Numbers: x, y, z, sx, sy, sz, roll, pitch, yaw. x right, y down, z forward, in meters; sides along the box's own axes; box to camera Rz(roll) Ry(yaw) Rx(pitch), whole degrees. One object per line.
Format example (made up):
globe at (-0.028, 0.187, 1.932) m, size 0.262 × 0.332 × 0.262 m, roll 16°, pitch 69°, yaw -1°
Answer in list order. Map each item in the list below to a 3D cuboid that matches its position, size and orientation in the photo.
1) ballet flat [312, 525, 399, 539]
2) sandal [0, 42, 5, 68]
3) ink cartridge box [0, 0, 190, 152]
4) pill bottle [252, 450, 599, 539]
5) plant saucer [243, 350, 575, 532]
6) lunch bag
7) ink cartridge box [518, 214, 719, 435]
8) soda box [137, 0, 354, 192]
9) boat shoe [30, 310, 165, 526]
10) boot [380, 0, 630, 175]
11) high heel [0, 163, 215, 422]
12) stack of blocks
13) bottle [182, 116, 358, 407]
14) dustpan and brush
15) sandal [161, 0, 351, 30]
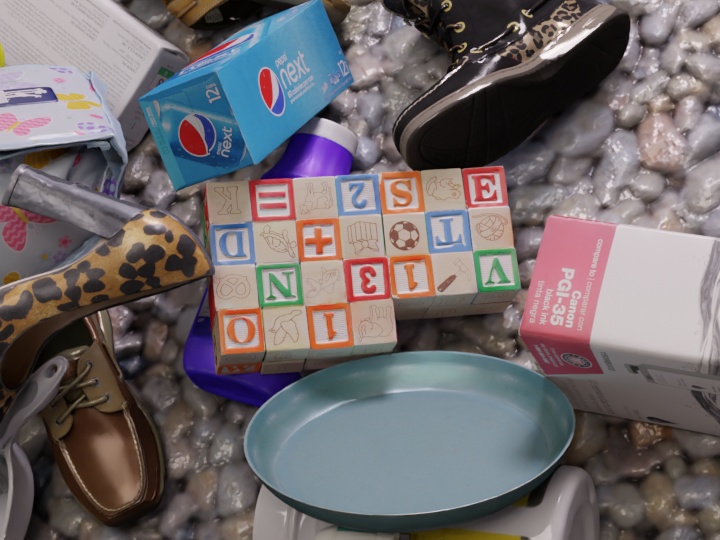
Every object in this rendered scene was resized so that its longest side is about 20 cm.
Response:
ballet flat at (0.030, 0.236, 1.147) m, size 0.069 × 0.069 × 0.201 m, roll -20°, pitch 105°, yaw 9°
sandal at (-0.316, -0.092, 1.460) m, size 0.087 × 0.079 × 0.201 m, roll 33°, pitch 105°, yaw 66°
ink cartridge box at (-0.241, -0.121, 1.485) m, size 0.161 × 0.050 × 0.200 m, roll 38°, pitch 101°, yaw 29°
pill bottle at (0.039, 0.166, 1.207) m, size 0.199 × 0.111 × 0.112 m, roll 5°, pitch 68°, yaw 20°
plant saucer at (0.030, 0.105, 1.178) m, size 0.199 × 0.028 × 0.200 m, roll -4°, pitch 24°, yaw 2°
lunch bag at (-0.255, -0.059, 1.345) m, size 0.200 × 0.127 × 0.170 m, roll -35°, pitch 29°, yaw 3°
ink cartridge box at (0.213, 0.041, 1.184) m, size 0.199 × 0.147 × 0.083 m, roll 9°, pitch 71°, yaw 23°
soda box at (-0.074, -0.123, 1.329) m, size 0.064 × 0.200 × 0.068 m, roll -17°, pitch 104°, yaw 24°
boat shoe at (-0.197, 0.082, 1.348) m, size 0.075 × 0.074 × 0.200 m, roll -29°, pitch 60°, yaw 2°
boot at (0.069, -0.155, 1.347) m, size 0.200 × 0.073 × 0.151 m, roll -34°, pitch 55°, yaw -22°
high heel at (-0.181, 0.046, 1.249) m, size 0.142 × 0.071 × 0.201 m, roll 20°, pitch 102°, yaw 9°
stack of blocks at (0.000, 0.000, 1.281) m, size 0.199 × 0.059 × 0.116 m, roll -4°, pitch 74°, yaw -9°
bottle at (-0.054, -0.008, 1.344) m, size 0.083 × 0.065 × 0.201 m, roll 14°, pitch 71°, yaw 14°
dustpan and brush at (-0.254, 0.131, 1.327) m, size 0.200 × 0.057 × 0.140 m, roll -43°, pitch 61°, yaw 12°
sandal at (-0.103, -0.202, 1.455) m, size 0.199 × 0.080 × 0.054 m, roll 16°, pitch 96°, yaw 20°
